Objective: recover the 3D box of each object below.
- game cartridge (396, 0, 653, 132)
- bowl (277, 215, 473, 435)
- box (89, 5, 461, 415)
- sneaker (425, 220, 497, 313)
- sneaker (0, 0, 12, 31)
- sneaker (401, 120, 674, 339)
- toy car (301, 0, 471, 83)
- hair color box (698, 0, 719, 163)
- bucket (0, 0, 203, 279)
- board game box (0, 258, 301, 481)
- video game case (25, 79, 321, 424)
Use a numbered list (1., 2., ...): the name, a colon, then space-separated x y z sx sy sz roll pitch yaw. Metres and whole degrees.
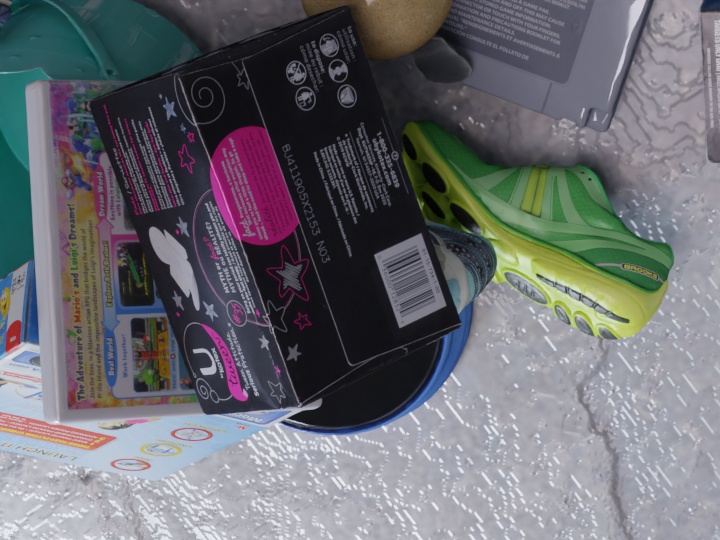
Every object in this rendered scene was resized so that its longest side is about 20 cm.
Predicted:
1. game cartridge: 0.080 -0.179 1.547 0.199 0.040 0.134 22 121 8
2. bowl: -0.026 0.019 1.665 0.200 0.039 0.201 7 115 15
3. box: -0.049 -0.034 1.453 0.115 0.132 0.201 -7 105 56
4. sneaker: 0.000 0.000 1.586 0.200 0.086 0.078 10 114 39
5. sneaker: -0.267 -0.199 1.580 0.077 0.200 0.085 29 138 -33
6. sneaker: 0.110 -0.033 1.586 0.200 0.084 0.074 36 152 15
7. toy car: 0.015 -0.190 1.493 0.164 0.158 0.200 13 143 15
8. hair color box: 0.305 -0.119 1.487 0.199 0.061 0.100 0 113 17
9. bucket: -0.188 -0.074 1.607 0.207 0.135 0.208 9 124 14
10. board game box: -0.166 0.068 1.583 0.200 0.056 0.196 15 155 -31
11. video game case: -0.109 -0.013 1.494 0.024 0.182 0.201 -8 84 57
